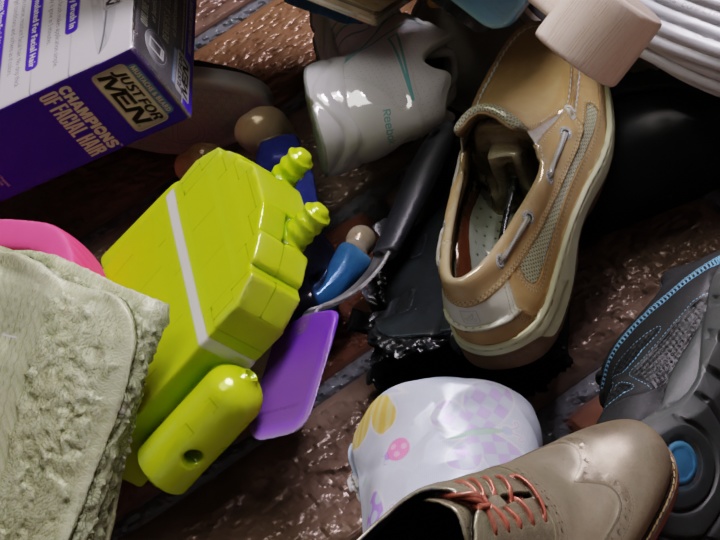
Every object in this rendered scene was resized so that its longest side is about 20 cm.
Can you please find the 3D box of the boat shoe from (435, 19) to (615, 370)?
[{"bbox_3d":[0.074,-0.054,1.076,0.071,0.076,0.200,-12,46,24],"label":"boat shoe"}]

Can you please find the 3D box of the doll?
[{"bbox_3d":[-0.055,0.003,1.195,0.136,0.048,0.200,-30,39,13],"label":"doll"}]

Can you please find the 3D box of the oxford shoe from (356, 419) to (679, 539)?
[{"bbox_3d":[0.055,0.110,0.917,0.200,0.075,0.070,-33,57,-29],"label":"oxford shoe"}]

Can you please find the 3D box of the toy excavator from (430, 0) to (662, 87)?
[{"bbox_3d":[0.057,-0.157,1.061,0.194,0.200,0.100,39,105,6],"label":"toy excavator"}]

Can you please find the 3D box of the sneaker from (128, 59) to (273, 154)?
[{"bbox_3d":[-0.131,-0.123,1.336,0.199,0.071,0.099,-1,53,29],"label":"sneaker"}]

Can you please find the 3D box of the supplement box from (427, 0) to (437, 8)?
[{"bbox_3d":[0.062,-0.198,1.267,0.069,0.067,0.200,-5,18,-1],"label":"supplement box"}]

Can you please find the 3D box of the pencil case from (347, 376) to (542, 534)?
[{"bbox_3d":[0.037,0.140,0.997,0.090,0.083,0.200,-2,47,3],"label":"pencil case"}]

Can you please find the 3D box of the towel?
[{"bbox_3d":[-0.179,0.087,1.096,0.148,0.036,0.201,17,91,23],"label":"towel"}]

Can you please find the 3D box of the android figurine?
[{"bbox_3d":[-0.088,0.022,1.136,0.200,0.041,0.182,-47,34,19],"label":"android figurine"}]

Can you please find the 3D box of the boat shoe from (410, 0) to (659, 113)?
[{"bbox_3d":[0.108,-0.112,1.246,0.200,0.063,0.073,18,102,44],"label":"boat shoe"}]

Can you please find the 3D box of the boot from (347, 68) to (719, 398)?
[{"bbox_3d":[0.094,-0.012,1.129,0.198,0.073,0.163,-10,42,25],"label":"boot"}]

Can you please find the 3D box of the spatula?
[{"bbox_3d":[0.000,0.000,1.111,0.056,0.021,0.200,-20,31,52],"label":"spatula"}]

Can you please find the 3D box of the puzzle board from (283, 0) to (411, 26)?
[{"bbox_3d":[-0.067,-0.177,1.234,0.199,0.017,0.151,22,18,7],"label":"puzzle board"}]

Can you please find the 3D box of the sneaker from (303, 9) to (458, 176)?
[{"bbox_3d":[0.014,-0.108,1.245,0.080,0.071,0.200,-11,27,4],"label":"sneaker"}]

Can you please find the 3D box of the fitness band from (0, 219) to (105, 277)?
[{"bbox_3d":[-0.210,0.038,1.200,0.200,0.037,0.144,4,61,48],"label":"fitness band"}]

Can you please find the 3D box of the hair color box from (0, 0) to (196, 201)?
[{"bbox_3d":[-0.189,-0.100,1.260,0.199,0.065,0.110,-23,42,21],"label":"hair color box"}]

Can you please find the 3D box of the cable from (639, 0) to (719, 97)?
[{"bbox_3d":[0.199,-0.130,1.130,0.199,0.069,0.200,15,21,-8],"label":"cable"}]

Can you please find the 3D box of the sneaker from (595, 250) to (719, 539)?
[{"bbox_3d":[0.139,0.072,1.045,0.082,0.073,0.200,-8,41,54],"label":"sneaker"}]
